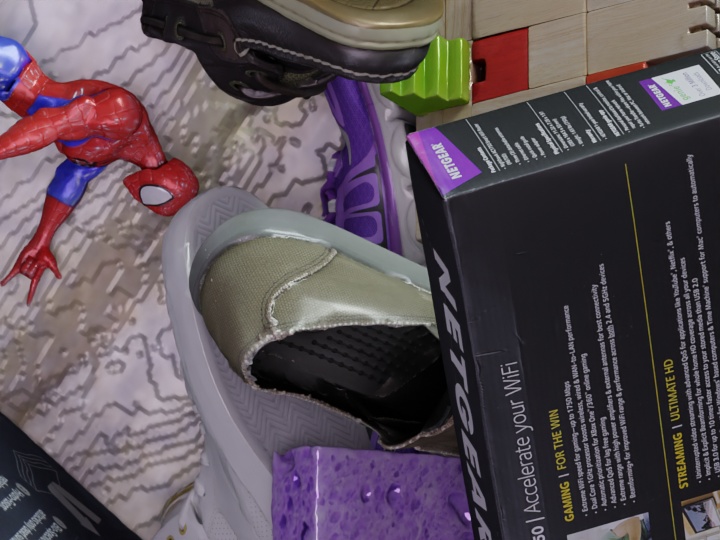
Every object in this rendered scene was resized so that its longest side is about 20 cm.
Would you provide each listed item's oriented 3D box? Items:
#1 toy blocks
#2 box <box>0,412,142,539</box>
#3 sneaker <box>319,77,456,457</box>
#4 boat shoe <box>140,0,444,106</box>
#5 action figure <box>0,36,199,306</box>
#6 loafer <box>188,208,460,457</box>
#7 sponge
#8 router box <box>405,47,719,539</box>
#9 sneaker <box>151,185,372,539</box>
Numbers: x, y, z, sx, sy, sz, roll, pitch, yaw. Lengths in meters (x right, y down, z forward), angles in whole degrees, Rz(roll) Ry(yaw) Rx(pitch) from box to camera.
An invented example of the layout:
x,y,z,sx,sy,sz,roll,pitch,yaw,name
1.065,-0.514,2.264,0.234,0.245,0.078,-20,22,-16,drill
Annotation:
x,y,z,sx,sy,sz,roll,pitch,yaw,name
0.091,-0.087,1.034,0.136,0.100,0.201,-11,68,33,toy blocks
-0.191,0.102,1.038,0.200,0.197,0.117,42,94,-1,box
0.000,0.000,1.089,0.083,0.081,0.201,-6,90,14,sneaker
-0.029,-0.094,1.037,0.073,0.200,0.065,-1,107,-24,boat shoe
-0.162,-0.063,1.094,0.200,0.065,0.099,31,85,1,action figure
0.031,0.042,1.000,0.199,0.070,0.075,16,126,-17,loafer
0.052,0.128,1.047,0.199,0.030,0.112,7,79,-39,sponge
0.105,0.030,0.944,0.149,0.051,0.201,-15,120,-9,router box
-0.052,0.072,1.070,0.115,0.074,0.201,-15,98,47,sneaker
